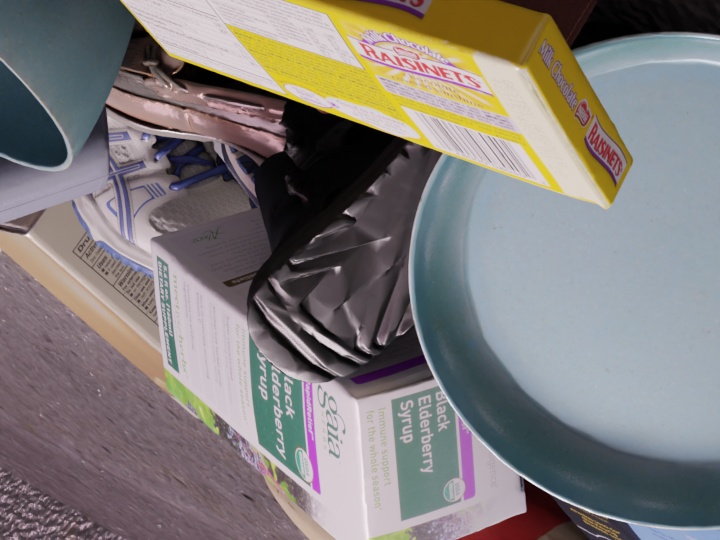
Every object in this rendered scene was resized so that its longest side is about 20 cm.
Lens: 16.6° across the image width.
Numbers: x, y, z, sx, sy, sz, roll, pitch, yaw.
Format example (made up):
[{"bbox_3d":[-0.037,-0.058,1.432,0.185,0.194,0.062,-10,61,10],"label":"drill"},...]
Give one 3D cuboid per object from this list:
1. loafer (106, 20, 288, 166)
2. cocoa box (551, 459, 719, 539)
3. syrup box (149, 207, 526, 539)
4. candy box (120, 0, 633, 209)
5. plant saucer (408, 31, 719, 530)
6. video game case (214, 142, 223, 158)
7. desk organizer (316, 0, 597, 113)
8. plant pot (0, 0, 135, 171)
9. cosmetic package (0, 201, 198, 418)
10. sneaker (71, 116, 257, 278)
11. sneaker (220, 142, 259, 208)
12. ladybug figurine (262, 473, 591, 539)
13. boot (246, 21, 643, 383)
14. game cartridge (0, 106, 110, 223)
[{"bbox_3d":[-0.060,-0.094,1.161,0.200,0.072,0.063,26,144,20],"label":"loafer"},{"bbox_3d":[0.187,0.077,1.016,0.200,0.134,0.131,20,161,44],"label":"cocoa box"},{"bbox_3d":[-0.013,0.042,1.064,0.200,0.081,0.079,36,137,55],"label":"syrup box"},{"bbox_3d":[-0.008,-0.081,0.852,0.200,0.026,0.102,22,163,30],"label":"candy box"},{"bbox_3d":[0.118,0.003,0.906,0.200,0.200,0.027,35,-152,-6],"label":"plant saucer"},{"bbox_3d":[-0.123,-0.067,1.456,0.182,0.023,0.200,30,166,14],"label":"video game case"},{"bbox_3d":[0.011,-0.111,0.911,0.077,0.072,0.200,36,166,-20],"label":"desk organizer"},{"bbox_3d":[-0.166,-0.155,1.024,0.200,0.135,0.200,31,166,9],"label":"plant pot"},{"bbox_3d":[-0.110,-0.006,1.380,0.071,0.105,0.200,11,152,52],"label":"cosmetic package"},{"bbox_3d":[-0.115,-0.071,1.236,0.200,0.075,0.088,40,131,25],"label":"sneaker"},{"bbox_3d":[0.000,0.000,1.194,0.200,0.077,0.085,43,139,18],"label":"sneaker"},{"bbox_3d":[0.039,0.110,1.134,0.200,0.072,0.136,35,-163,23],"label":"ladybug figurine"},{"bbox_3d":[0.034,-0.055,1.002,0.076,0.200,0.168,46,-163,-19],"label":"boot"},{"bbox_3d":[-0.198,-0.111,1.144,0.200,0.133,0.041,62,156,21],"label":"game cartridge"}]
